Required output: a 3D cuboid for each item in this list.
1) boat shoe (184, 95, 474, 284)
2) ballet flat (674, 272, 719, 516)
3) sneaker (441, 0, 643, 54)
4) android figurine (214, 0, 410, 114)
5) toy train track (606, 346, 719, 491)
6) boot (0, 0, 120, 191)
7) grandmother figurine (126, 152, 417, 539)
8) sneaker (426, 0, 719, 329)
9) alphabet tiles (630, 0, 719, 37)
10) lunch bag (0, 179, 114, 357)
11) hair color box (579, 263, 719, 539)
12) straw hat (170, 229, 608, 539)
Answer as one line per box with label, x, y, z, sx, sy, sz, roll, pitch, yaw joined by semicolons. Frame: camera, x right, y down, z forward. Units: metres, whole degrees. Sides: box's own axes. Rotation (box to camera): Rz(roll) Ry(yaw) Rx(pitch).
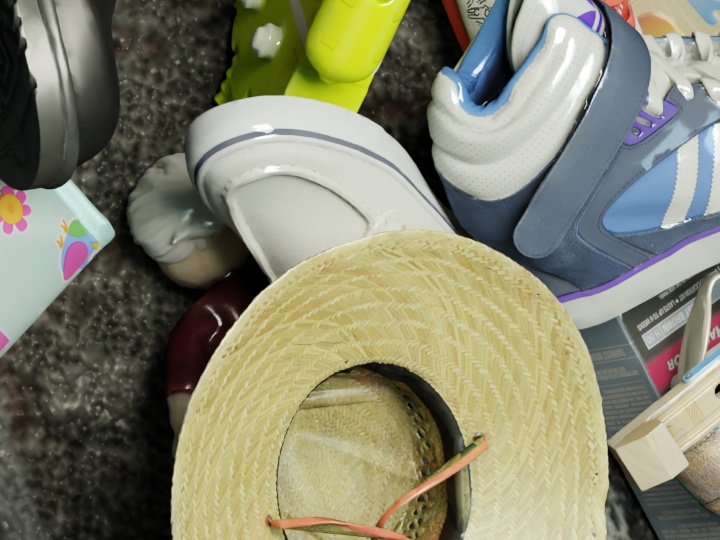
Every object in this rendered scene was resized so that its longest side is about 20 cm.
boat shoe;0.000;0.000;1.188;0.200;0.071;0.070;41;33;-51
ballet flat;0.180;0.005;1.260;0.067;0.068;0.200;30;76;-10
sneaker;0.077;-0.136;1.246;0.067;0.108;0.202;-30;84;-28
android figurine;-0.008;-0.135;1.191;0.041;0.182;0.200;19;117;-20
toy train track;0.187;0.021;1.204;0.200;0.033;0.115;-37;115;-7
boot;-0.071;-0.130;1.091;0.157;0.079;0.212;-3;67;-20
grandmother figurine;-0.039;0.046;1.220;0.121;0.060;0.201;-29;96;-55
sneaker;0.121;-0.077;1.203;0.200;0.081;0.147;-31;126;-4
alphabet tiles;0.162;-0.108;1.334;0.166;0.006;0.200;-38;84;-28
lunch bag;-0.222;-0.025;1.093;0.200;0.122;0.170;48;66;-21
hair color box;0.176;0.084;1.324;0.099;0.061;0.200;-33;100;-28
straw hat;-0.004;0.080;1.154;0.200;0.085;0.202;-4;99;-28
